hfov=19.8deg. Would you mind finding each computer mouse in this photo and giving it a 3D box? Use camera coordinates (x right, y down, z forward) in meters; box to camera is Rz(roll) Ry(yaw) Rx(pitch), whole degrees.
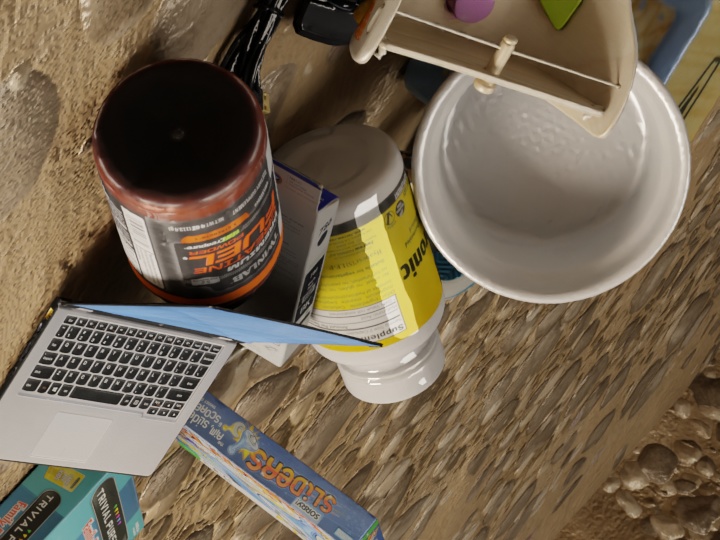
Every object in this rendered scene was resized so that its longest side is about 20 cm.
[{"bbox_3d":[-0.021,-0.161,1.400,0.141,0.046,0.200,-60,163,13],"label":"computer mouse"}]

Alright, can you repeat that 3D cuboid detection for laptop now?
[{"bbox_3d":[-0.124,0.085,1.382,0.187,0.116,0.200,16,112,-53],"label":"laptop"}]

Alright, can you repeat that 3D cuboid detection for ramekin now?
[{"bbox_3d":[0.137,-0.085,1.519,0.201,0.200,0.098,-59,-173,14],"label":"ramekin"}]

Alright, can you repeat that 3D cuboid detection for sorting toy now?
[{"bbox_3d":[0.102,-0.205,1.335,0.200,0.107,0.180,14,115,-30],"label":"sorting toy"}]

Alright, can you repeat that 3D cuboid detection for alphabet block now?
[{"bbox_3d":[0.185,-0.181,1.672,0.196,0.195,0.200,-58,164,16],"label":"alphabet block"}]

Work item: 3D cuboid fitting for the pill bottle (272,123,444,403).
[{"bbox_3d":[0.000,0.000,1.532,0.111,0.111,0.200,-45,134,-30],"label":"pill bottle"}]

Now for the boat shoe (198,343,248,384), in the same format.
[{"bbox_3d":[-0.082,0.033,1.566,0.200,0.070,0.071,-33,153,-50],"label":"boat shoe"}]

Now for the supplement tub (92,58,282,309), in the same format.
[{"bbox_3d":[-0.103,-0.043,1.302,0.107,0.107,0.200,-49,163,-17],"label":"supplement tub"}]

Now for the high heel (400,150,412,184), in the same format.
[{"bbox_3d":[0.059,-0.038,1.659,0.200,0.143,0.071,-37,150,-16],"label":"high heel"}]

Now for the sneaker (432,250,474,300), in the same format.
[{"bbox_3d":[0.119,-0.052,1.885,0.200,0.077,0.081,-40,167,-21],"label":"sneaker"}]

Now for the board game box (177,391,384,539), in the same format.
[{"bbox_3d":[-0.069,0.166,1.633,0.034,0.200,0.135,-51,162,-13],"label":"board game box"}]

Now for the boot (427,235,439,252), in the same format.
[{"bbox_3d":[0.113,-0.055,1.811,0.138,0.200,0.077,-54,-153,12],"label":"boot"}]

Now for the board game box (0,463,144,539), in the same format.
[{"bbox_3d":[-0.247,0.221,1.523,0.200,0.047,0.151,-47,162,-22],"label":"board game box"}]

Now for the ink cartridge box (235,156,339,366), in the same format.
[{"bbox_3d":[-0.072,-0.025,1.429,0.039,0.099,0.200,-49,165,-37],"label":"ink cartridge box"}]
